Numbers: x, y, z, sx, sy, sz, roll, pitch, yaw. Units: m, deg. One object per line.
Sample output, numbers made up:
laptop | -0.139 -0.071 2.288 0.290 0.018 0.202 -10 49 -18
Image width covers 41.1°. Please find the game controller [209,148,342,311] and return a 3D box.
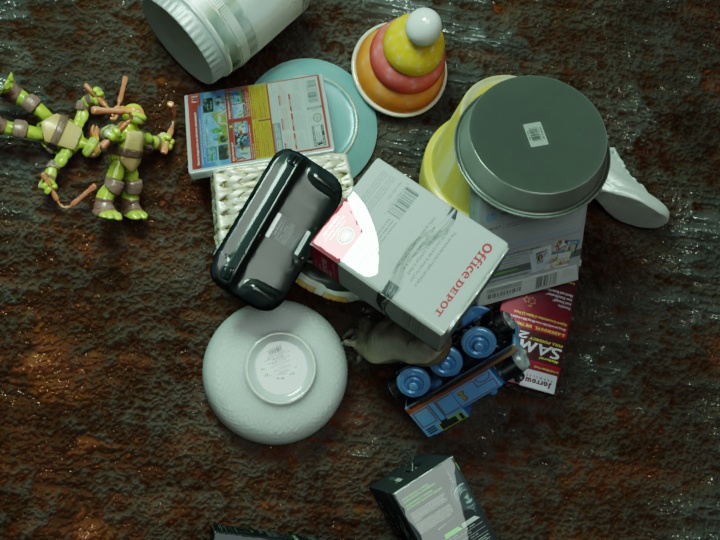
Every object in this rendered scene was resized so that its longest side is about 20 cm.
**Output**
game controller | -0.104 -0.051 1.206 0.104 0.042 0.201 33 78 -19

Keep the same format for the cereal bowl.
cereal bowl | -0.111 0.134 1.287 0.198 0.083 0.202 2 81 -10

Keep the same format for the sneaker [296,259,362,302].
sneaker | 0.000 0.000 1.323 0.199 0.076 0.088 13 105 -17

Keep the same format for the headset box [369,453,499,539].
headset box | 0.103 0.336 1.246 0.092 0.174 0.201 -29 85 -13

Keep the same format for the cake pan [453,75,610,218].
cake pan | 0.216 -0.160 1.187 0.199 0.037 0.202 1 64 -2

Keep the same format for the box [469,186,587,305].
box | 0.220 -0.050 1.268 0.155 0.201 0.041 -15 47 -9

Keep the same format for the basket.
basket | -0.103 -0.079 1.292 0.198 0.136 0.124 -8 86 -11

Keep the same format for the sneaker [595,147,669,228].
sneaker | 0.379 -0.139 1.433 0.199 0.075 0.089 27 65 -4

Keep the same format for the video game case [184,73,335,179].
video game case | -0.141 -0.200 1.324 0.198 0.017 0.144 -9 58 -1

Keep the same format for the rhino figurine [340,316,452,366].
rhino figurine | 0.045 0.085 1.260 0.060 0.199 0.088 45 57 -34

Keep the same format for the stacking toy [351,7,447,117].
stacking toy | 0.075 -0.310 1.334 0.145 0.200 0.147 2 80 -12

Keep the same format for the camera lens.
camera lens | -0.179 -0.376 1.319 0.160 0.160 0.200 45 76 0

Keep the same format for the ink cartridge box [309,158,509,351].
ink cartridge box | 0.060 -0.018 1.178 0.199 0.083 0.146 35 72 12

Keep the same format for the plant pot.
plant pot | 0.187 -0.158 1.311 0.199 0.189 0.202 1 63 -2

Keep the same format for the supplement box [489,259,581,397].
supplement box | 0.240 0.070 1.373 0.108 0.061 0.201 14 79 -6

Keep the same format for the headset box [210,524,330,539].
headset box | -0.105 0.429 1.225 0.198 0.093 0.175 11 79 -9

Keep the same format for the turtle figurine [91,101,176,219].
turtle figurine | -0.313 -0.151 1.262 0.064 0.200 0.162 14 99 14

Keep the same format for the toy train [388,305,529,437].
toy train | 0.135 0.132 1.285 0.199 0.087 0.114 -34 108 20

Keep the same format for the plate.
plate | -0.071 -0.213 1.382 0.199 0.026 0.202 2 81 -11

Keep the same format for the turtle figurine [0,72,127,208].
turtle figurine | -0.410 -0.199 1.295 0.161 0.064 0.201 27 83 -23
